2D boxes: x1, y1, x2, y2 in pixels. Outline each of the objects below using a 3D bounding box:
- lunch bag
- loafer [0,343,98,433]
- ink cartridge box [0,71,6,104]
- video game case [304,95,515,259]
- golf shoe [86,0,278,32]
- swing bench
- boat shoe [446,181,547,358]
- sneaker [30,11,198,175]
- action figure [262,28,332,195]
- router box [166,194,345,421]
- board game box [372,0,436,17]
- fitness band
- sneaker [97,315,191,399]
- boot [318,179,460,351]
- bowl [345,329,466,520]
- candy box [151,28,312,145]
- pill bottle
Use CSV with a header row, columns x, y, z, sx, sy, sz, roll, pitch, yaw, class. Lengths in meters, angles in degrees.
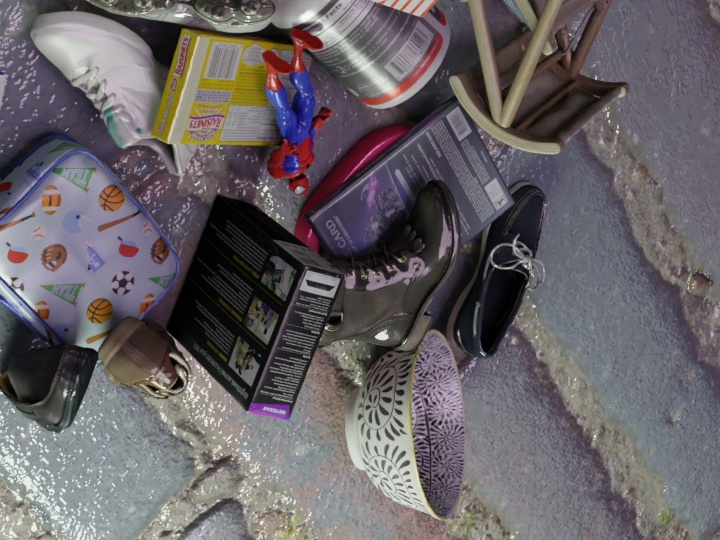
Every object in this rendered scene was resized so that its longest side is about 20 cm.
x,y,z,sx,sy,sz,roll,pitch,yaw,class
-0.271,-0.018,1.603,0.160,0.075,0.200,-46,128,-11,lunch bag
-0.287,0.102,1.585,0.072,0.200,0.073,25,67,-11,loafer
-0.370,-0.084,1.501,0.044,0.094,0.201,-23,130,-65,ink cartridge box
0.053,-0.063,1.787,0.200,0.019,0.143,-38,123,-11,video game case
-0.172,-0.244,1.554,0.199,0.097,0.079,14,78,1,golf shoe
0.181,-0.242,1.715,0.199,0.129,0.201,-38,137,-55,swing bench
0.157,0.000,1.885,0.075,0.062,0.201,33,81,-33,boat shoe
-0.215,-0.156,1.565,0.200,0.075,0.089,33,58,-38,sneaker
-0.061,-0.137,1.654,0.065,0.052,0.200,-46,159,-27,action figure
-0.104,0.032,1.658,0.051,0.200,0.150,15,103,-33,router box
-0.014,-0.330,1.559,0.151,0.201,0.046,13,137,-35,board game box
0.018,-0.056,1.799,0.200,0.037,0.144,-50,127,-5,fitness band
-0.195,0.095,1.641,0.075,0.200,0.070,41,88,7,sneaker
0.000,0.000,1.729,0.173,0.069,0.201,5,108,-32,boot
0.041,0.166,1.855,0.094,0.201,0.201,-6,124,18,bowl
-0.114,-0.167,1.619,0.200,0.026,0.103,-6,119,-61,candy box
-0.019,-0.252,1.635,0.200,0.116,0.116,39,88,-31,pill bottle
